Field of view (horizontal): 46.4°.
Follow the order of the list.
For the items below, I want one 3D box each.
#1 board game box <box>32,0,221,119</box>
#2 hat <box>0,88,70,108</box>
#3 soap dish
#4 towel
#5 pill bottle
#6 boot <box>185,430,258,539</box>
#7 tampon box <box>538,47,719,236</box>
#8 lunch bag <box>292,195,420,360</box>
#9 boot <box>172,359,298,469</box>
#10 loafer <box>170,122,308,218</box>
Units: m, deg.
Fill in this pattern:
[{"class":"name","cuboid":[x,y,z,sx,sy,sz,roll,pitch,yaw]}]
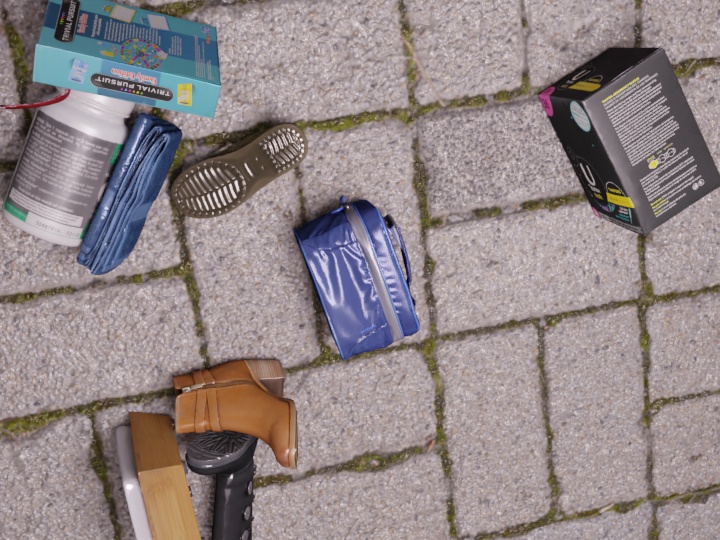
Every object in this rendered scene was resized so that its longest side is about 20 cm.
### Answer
[{"class":"board game box","cuboid":[-0.265,-0.253,0.974,0.197,0.152,0.047,9,128,-19]},{"class":"hat","cuboid":[-0.457,-0.173,0.996,0.175,0.200,0.167,-29,147,-28]},{"class":"soap dish","cuboid":[-0.263,0.288,1.102,0.080,0.200,0.160,-14,106,-15]},{"class":"towel","cuboid":[-0.281,-0.094,1.045,0.048,0.112,0.202,26,99,-2]},{"class":"pill bottle","cuboid":[-0.349,-0.142,1.020,0.112,0.113,0.202,22,100,-14]},{"class":"boot","cuboid":[-0.189,0.316,1.146,0.065,0.164,0.203,14,104,20]},{"class":"tampon box","cuboid":[0.353,-0.175,1.115,0.125,0.150,0.201,-32,107,-1]},{"class":"lunch bag","cuboid":[0.000,0.000,1.105,0.131,0.136,0.203,-21,105,-4]},{"class":"boot","cuboid":[-0.164,0.195,1.097,0.152,0.201,0.075,-6,120,-15]},{"class":"loafer","cuboid":[-0.152,-0.129,1.085,0.198,0.068,0.077,-22,104,13]}]
